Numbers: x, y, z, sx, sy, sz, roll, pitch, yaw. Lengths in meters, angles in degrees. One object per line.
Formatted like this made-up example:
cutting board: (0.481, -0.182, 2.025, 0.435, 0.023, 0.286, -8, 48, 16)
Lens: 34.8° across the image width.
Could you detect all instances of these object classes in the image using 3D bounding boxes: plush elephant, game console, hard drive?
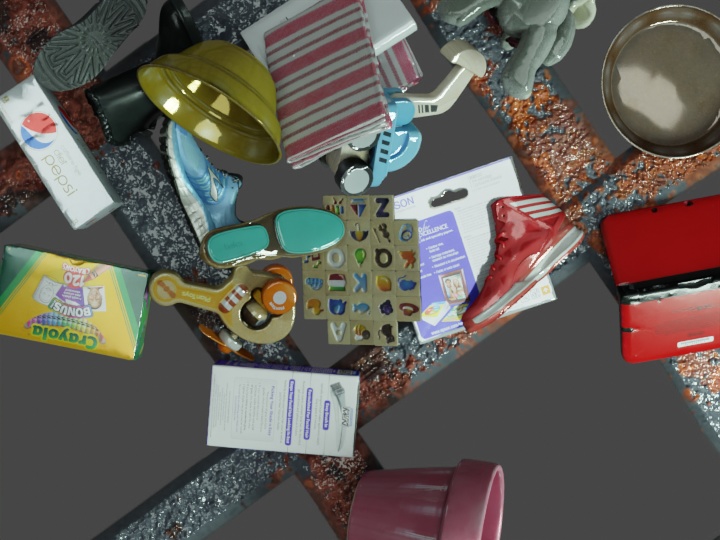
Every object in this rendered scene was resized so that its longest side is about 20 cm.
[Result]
plush elephant: (0.216, -0.338, 1.475, 0.165, 0.155, 0.200, 42, 100, 8)
game console: (0.434, 0.012, 1.547, 0.198, 0.119, 0.174, -10, 124, 2)
hard drive: (-0.043, -0.313, 1.499, 0.199, 0.026, 0.133, -32, 70, 1)

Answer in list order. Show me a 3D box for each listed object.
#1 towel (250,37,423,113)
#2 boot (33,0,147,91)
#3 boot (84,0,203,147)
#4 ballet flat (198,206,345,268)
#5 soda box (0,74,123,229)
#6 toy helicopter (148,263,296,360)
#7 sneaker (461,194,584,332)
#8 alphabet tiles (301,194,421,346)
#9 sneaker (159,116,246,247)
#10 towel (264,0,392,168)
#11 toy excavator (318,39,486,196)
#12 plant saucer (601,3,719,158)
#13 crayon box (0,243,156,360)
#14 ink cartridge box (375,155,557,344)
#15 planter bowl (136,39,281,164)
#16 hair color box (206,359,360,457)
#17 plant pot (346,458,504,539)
towel: (-0.033, -0.274, 1.533, 0.199, 0.030, 0.147, -28, 91, 2)
boot: (-0.337, -0.297, 1.449, 0.164, 0.200, 0.066, -38, 110, -1)
boot: (-0.273, -0.249, 1.459, 0.161, 0.199, 0.074, -26, 66, -9)
ballet flat: (-0.120, -0.041, 1.509, 0.198, 0.072, 0.069, -15, 92, -21)
soda box: (-0.401, -0.156, 1.526, 0.068, 0.064, 0.201, -32, 93, 2)
toy helicopter: (-0.184, 0.049, 1.516, 0.198, 0.079, 0.134, 14, 106, -13)
sneaker: (0.183, -0.019, 1.488, 0.200, 0.078, 0.116, -40, 84, -11)
alphabet tiles: (0.000, 0.000, 1.530, 0.164, 0.006, 0.203, 0, 97, 17)
sneaker: (-0.204, -0.121, 1.522, 0.089, 0.078, 0.202, -24, 110, -11)
towel: (-0.043, -0.241, 1.428, 0.145, 0.030, 0.202, -21, 67, 22)
toy excavator: (0.055, -0.204, 1.497, 0.198, 0.100, 0.196, -6, 125, -25)
plant saucer: (0.416, -0.250, 1.526, 0.198, 0.034, 0.203, 0, 92, 1)
crayon box: (-0.383, 0.041, 1.538, 0.198, 0.058, 0.120, 11, 93, 0)
ink cartridge box: (0.141, -0.027, 1.536, 0.196, 0.043, 0.202, -18, 93, 1)
planter bowl: (-0.165, -0.219, 1.391, 0.199, 0.200, 0.084, 28, 75, -1)
hair color box: (-0.102, 0.184, 1.540, 0.197, 0.065, 0.111, 5, 92, 2)
plant pot: (0.083, 0.338, 1.492, 0.177, 0.200, 0.203, 8, 93, 15)
